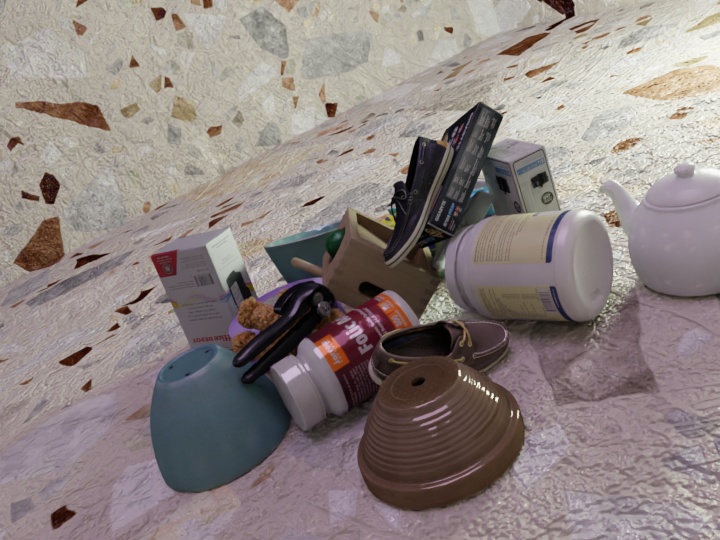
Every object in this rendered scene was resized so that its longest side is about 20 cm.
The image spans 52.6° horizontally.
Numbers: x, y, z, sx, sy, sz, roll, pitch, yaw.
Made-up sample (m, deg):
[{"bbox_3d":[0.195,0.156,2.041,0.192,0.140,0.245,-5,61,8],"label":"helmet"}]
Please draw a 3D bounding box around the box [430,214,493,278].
[{"bbox_3d":[0.164,-0.043,1.321,0.198,0.037,0.144,-28,21,-11],"label":"box"}]

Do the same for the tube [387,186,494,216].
[{"bbox_3d":[0.155,-0.113,1.366,0.196,0.078,0.051,-11,48,23],"label":"tube"}]

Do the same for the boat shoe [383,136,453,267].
[{"bbox_3d":[0.071,-0.101,1.052,0.203,0.061,0.075,-67,12,-7],"label":"boat shoe"}]

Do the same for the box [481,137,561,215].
[{"bbox_3d":[0.254,-0.092,1.115,0.059,0.203,0.117,-25,22,-9],"label":"box"}]

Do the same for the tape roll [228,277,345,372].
[{"bbox_3d":[-0.125,0.090,1.253,0.197,0.067,0.201,-21,20,8],"label":"tape roll"}]

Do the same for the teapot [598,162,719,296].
[{"bbox_3d":[0.440,-0.070,0.946,0.196,0.148,0.198,-18,21,8],"label":"teapot"}]

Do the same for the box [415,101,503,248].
[{"bbox_3d":[0.136,-0.139,1.117,0.203,0.045,0.159,-66,9,-8],"label":"box"}]

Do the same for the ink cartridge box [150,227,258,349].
[{"bbox_3d":[-0.277,0.039,1.344,0.143,0.203,0.083,-8,21,32],"label":"ink cartridge box"}]

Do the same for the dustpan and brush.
[{"bbox_3d":[0.175,-0.064,1.185,0.141,0.057,0.200,-58,0,11],"label":"dustpan and brush"}]

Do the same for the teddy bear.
[{"bbox_3d":[-0.111,0.100,1.104,0.198,0.067,0.147,25,85,24],"label":"teddy bear"}]

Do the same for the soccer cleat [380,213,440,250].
[{"bbox_3d":[0.086,-0.069,1.311,0.083,0.066,0.198,-14,12,-41],"label":"soccer cleat"}]

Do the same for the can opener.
[{"bbox_3d":[-0.104,0.085,1.017,0.078,0.064,0.201,-17,26,45],"label":"can opener"}]

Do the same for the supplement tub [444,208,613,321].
[{"bbox_3d":[0.230,-0.005,1.005,0.198,0.147,0.145,-1,29,43],"label":"supplement tub"}]

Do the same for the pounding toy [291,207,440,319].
[{"bbox_3d":[0.000,0.000,1.172,0.144,0.197,0.185,-62,12,17],"label":"pounding toy"}]

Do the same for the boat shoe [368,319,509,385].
[{"bbox_3d":[0.107,0.097,0.929,0.196,0.060,0.073,-9,53,-16],"label":"boat shoe"}]

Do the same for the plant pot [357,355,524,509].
[{"bbox_3d":[0.079,0.164,0.826,0.197,0.094,0.201,-21,20,8],"label":"plant pot"}]

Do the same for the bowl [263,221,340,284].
[{"bbox_3d":[-0.077,-0.024,1.389,0.197,0.107,0.201,-15,7,2],"label":"bowl"}]

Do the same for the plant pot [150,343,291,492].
[{"bbox_3d":[-0.212,0.184,1.013,0.197,0.137,0.201,-20,20,7],"label":"plant pot"}]

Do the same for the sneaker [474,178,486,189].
[{"bbox_3d":[0.288,-0.146,1.396,0.197,0.075,0.111,11,10,28],"label":"sneaker"}]

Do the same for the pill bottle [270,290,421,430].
[{"bbox_3d":[-0.016,0.122,0.990,0.198,0.116,0.114,-30,22,-19],"label":"pill bottle"}]
